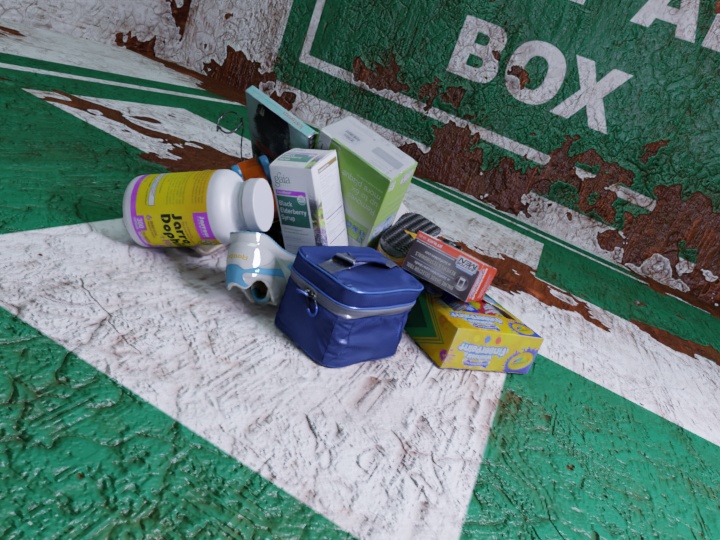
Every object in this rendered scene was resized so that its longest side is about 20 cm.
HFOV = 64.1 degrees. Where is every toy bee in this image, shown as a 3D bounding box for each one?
[{"bbox_3d":[-0.174,-0.152,0.970,0.127,0.205,0.109,-2,-24,-5],"label":"toy bee"}]

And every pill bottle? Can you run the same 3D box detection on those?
[{"bbox_3d":[-0.228,-0.089,0.824,0.195,0.107,0.104,-2,13,14],"label":"pill bottle"}]

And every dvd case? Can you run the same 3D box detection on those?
[{"bbox_3d":[-0.134,-0.196,0.984,0.145,0.201,0.022,39,63,17],"label":"dvd case"}]

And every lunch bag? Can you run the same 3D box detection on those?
[{"bbox_3d":[-0.017,0.035,0.788,0.135,0.135,0.198,33,20,32],"label":"lunch bag"}]

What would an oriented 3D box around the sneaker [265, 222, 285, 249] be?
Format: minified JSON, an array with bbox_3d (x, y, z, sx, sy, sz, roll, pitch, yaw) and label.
[{"bbox_3d":[-0.126,-0.050,1.029,0.195,0.073,0.083,11,29,-1],"label":"sneaker"}]

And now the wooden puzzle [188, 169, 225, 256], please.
[{"bbox_3d":[-0.261,-0.099,0.979,0.183,0.038,0.199,30,39,22],"label":"wooden puzzle"}]

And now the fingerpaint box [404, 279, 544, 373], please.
[{"bbox_3d":[0.174,0.090,0.955,0.196,0.075,0.167,10,21,-32],"label":"fingerpaint box"}]

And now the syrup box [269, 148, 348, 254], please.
[{"bbox_3d":[-0.075,-0.081,0.897,0.077,0.204,0.082,9,34,26],"label":"syrup box"}]

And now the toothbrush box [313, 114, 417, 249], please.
[{"bbox_3d":[-0.013,-0.122,0.944,0.145,0.202,0.086,38,46,16],"label":"toothbrush box"}]

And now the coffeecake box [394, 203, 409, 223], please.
[{"bbox_3d":[0.008,-0.163,1.227,0.200,0.073,0.153,46,-6,-35],"label":"coffeecake box"}]

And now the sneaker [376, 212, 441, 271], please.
[{"bbox_3d":[0.071,-0.034,0.987,0.069,0.091,0.199,35,31,13],"label":"sneaker"}]

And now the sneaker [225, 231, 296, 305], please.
[{"bbox_3d":[-0.123,0.013,0.827,0.075,0.083,0.199,-1,-18,31],"label":"sneaker"}]

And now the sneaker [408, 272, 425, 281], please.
[{"bbox_3d":[0.108,0.017,1.073,0.197,0.083,0.073,27,54,-11],"label":"sneaker"}]

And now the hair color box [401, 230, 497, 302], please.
[{"bbox_3d":[0.146,-0.003,0.907,0.109,0.065,0.199,29,8,17],"label":"hair color box"}]

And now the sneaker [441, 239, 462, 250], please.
[{"bbox_3d":[0.166,-0.028,1.262,0.073,0.089,0.198,32,21,31],"label":"sneaker"}]
